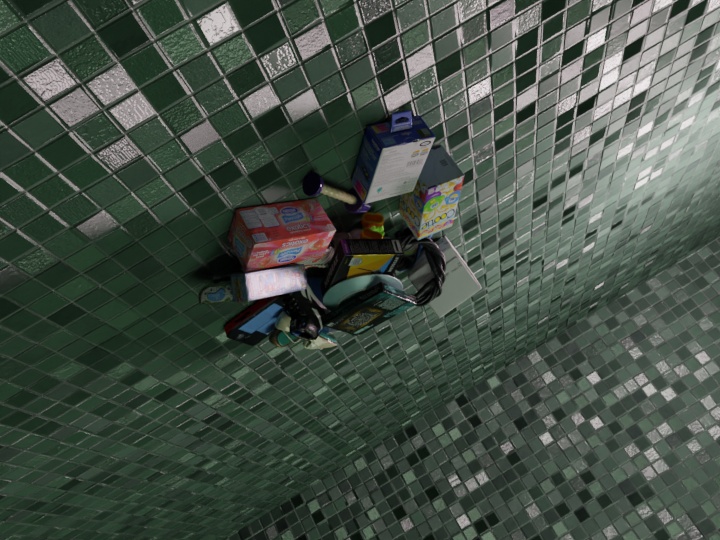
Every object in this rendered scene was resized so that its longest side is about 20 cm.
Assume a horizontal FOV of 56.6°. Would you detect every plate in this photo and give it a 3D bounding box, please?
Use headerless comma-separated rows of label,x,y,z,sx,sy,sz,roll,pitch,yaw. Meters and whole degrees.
plate,0.008,0.068,1.635,0.200,0.026,0.200,-9,150,-5

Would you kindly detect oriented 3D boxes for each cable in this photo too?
cable,0.146,-0.003,1.742,0.163,0.051,0.200,11,101,-4

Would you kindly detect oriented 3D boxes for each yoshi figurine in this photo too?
yoshi figurine,0.031,-0.054,1.689,0.112,0.112,0.200,-29,159,-24

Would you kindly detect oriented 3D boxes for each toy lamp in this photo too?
toy lamp,-0.046,-0.165,1.476,0.058,0.058,0.200,-44,149,23

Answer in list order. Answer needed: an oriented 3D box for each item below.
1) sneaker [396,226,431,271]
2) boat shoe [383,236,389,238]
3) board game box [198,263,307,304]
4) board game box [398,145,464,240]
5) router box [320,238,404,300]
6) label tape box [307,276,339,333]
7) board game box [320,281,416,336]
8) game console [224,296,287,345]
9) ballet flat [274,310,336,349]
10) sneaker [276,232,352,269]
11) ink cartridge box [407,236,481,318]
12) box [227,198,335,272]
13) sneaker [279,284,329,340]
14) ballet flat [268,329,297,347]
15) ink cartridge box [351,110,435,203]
sneaker,0.128,-0.074,1.813,0.083,0.071,0.200,3,142,-20
boat shoe,0.060,-0.010,1.832,0.074,0.086,0.202,-18,121,-16
board game box,-0.248,0.032,1.472,0.200,0.062,0.200,-7,-178,19
board game box,0.166,-0.183,1.612,0.103,0.105,0.200,-23,151,-15
router box,0.000,0.000,1.596,0.149,0.051,0.200,-1,147,-20
label tape box,-0.066,0.086,1.741,0.200,0.145,0.063,-6,-171,-23
board game box,0.020,0.098,1.637,0.200,0.028,0.135,-31,146,30
game console,-0.249,0.129,1.784,0.200,0.031,0.177,-35,153,7
ballet flat,-0.151,0.175,1.810,0.069,0.070,0.200,-42,125,19
sneaker,-0.107,-0.047,1.584,0.200,0.078,0.082,-21,150,-21
ink cartridge box,0.229,0.015,1.872,0.147,0.146,0.200,-36,-173,9
box,-0.170,-0.079,1.441,0.200,0.103,0.095,-13,149,-35
sneaker,-0.158,0.089,1.624,0.073,0.112,0.200,-25,119,38
ballet flat,-0.175,0.164,1.871,0.200,0.068,0.072,-24,-167,-40
ink cartridge box,0.071,-0.248,1.435,0.136,0.076,0.200,-18,151,-27
